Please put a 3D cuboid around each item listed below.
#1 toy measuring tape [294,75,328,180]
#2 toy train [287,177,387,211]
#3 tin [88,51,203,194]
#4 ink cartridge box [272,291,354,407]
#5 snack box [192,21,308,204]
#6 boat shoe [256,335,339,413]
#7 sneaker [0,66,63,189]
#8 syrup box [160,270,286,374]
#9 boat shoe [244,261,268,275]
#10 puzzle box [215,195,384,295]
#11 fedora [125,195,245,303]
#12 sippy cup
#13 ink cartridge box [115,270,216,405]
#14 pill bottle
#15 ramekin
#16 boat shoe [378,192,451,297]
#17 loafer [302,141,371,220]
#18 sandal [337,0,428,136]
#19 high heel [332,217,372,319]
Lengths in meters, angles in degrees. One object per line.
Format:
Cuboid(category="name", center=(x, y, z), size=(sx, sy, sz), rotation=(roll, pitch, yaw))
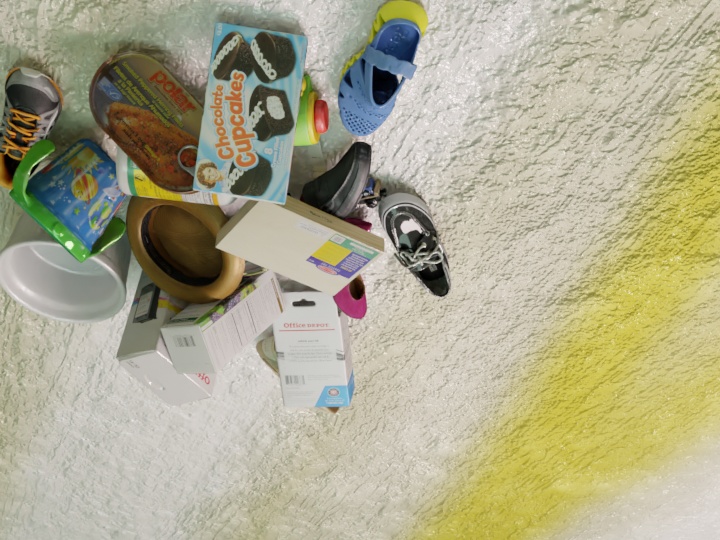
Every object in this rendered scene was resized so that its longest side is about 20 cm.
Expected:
Cuboid(category="toy measuring tape", center=(-0.070, -0.171, 1.384), size=(0.072, 0.075, 0.202), rotation=(0, 141, 9))
Cuboid(category="toy train", center=(-0.057, -0.102, 1.502), size=(0.196, 0.034, 0.046), rotation=(-9, 129, 19))
Cuboid(category="tin", center=(-0.252, -0.184, 1.330), size=(0.112, 0.042, 0.200), rotation=(-44, 88, 2))
Cuboid(category="ink cartridge box", center=(-0.076, 0.116, 1.712), size=(0.113, 0.067, 0.204), rotation=(-1, 111, 11))
Cuboid(category="snack box", center=(-0.133, -0.190, 1.288), size=(0.114, 0.204, 0.037), rotation=(8, -176, -3))
Cuboid(category="boat shoe", center=(-0.105, 0.180, 1.838), size=(0.064, 0.073, 0.200), rotation=(-13, 134, 34))
Cuboid(category="sneaker", center=(-0.449, -0.188, 1.417), size=(0.077, 0.078, 0.201), rotation=(16, 140, -9))
Cuboid(category="syrup box", center=(-0.201, 0.072, 1.583), size=(0.077, 0.200, 0.083), rotation=(-5, 113, 32))
Cuboid(category="boat shoe", center=(-0.162, -0.022, 1.585), size=(0.198, 0.073, 0.061), rotation=(-20, 131, 27))
Cuboid(category="puzzle box", center=(-0.082, -0.037, 1.440), size=(0.198, 0.026, 0.133), rotation=(23, 139, -27))
Cuboid(category="fedora", center=(-0.242, -0.051, 1.529), size=(0.197, 0.082, 0.204), rotation=(12, 121, 20))
Cuboid(category="sippy cup", center=(-0.388, -0.104, 1.451), size=(0.139, 0.131, 0.178), rotation=(42, 169, 0))
Cuboid(category="ink cartridge box", center=(-0.279, 0.082, 1.630), size=(0.084, 0.203, 0.148), rotation=(-15, 138, 27))
Cuboid(category="pill bottle", center=(-0.215, -0.147, 1.402), size=(0.196, 0.114, 0.114), rotation=(7, 143, 1))
Cuboid(category="ramekin", center=(-0.445, -0.016, 1.616), size=(0.196, 0.099, 0.202), rotation=(5, 143, 3))
Cuboid(category="boat shoe", center=(0.083, -0.030, 1.526), size=(0.072, 0.069, 0.200), rotation=(-20, 139, 7))
Cuboid(category="loafer", center=(-0.045, -0.099, 1.433), size=(0.069, 0.069, 0.201), rotation=(19, 134, -17))
Cuboid(category="sandal", center=(0.020, -0.229, 1.284), size=(0.078, 0.088, 0.201), rotation=(13, 144, -11))
Cuboid(category="high heel", center=(0.000, 0.000, 1.597), size=(0.094, 0.068, 0.202), rotation=(-4, 130, 21))
